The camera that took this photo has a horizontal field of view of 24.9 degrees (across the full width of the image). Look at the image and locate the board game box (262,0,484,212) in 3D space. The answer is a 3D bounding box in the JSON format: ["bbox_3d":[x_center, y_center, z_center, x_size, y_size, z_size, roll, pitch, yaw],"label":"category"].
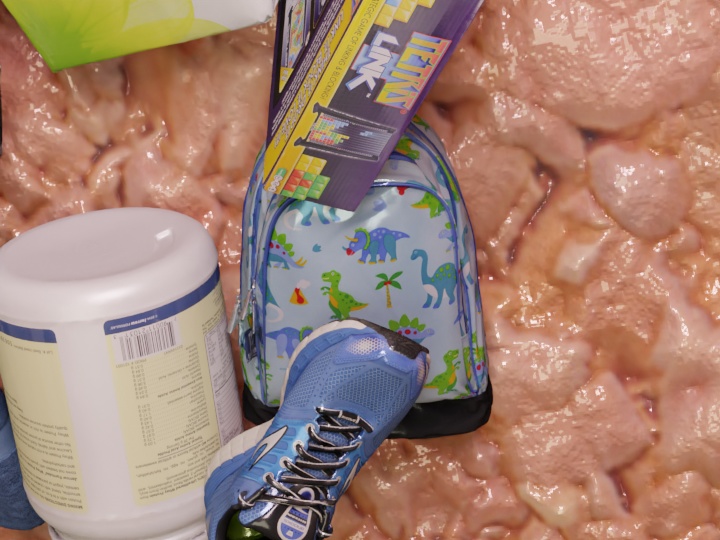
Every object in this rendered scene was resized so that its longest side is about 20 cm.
[{"bbox_3d":[0.010,-0.154,0.825,0.056,0.166,0.200,12,145,-16],"label":"board game box"}]

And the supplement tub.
[{"bbox_3d":[-0.148,0.076,1.018,0.144,0.145,0.201,-1,113,13],"label":"supplement tub"}]

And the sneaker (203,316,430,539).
[{"bbox_3d":[-0.025,0.108,0.911,0.078,0.089,0.200,24,126,-18],"label":"sneaker"}]

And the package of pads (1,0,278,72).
[{"bbox_3d":[-0.141,-0.204,0.866,0.153,0.069,0.200,-8,140,22],"label":"package of pads"}]

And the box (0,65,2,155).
[{"bbox_3d":[-0.307,-0.128,0.967,0.199,0.158,0.050,33,72,-2],"label":"box"}]

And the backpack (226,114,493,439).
[{"bbox_3d":[0.000,0.000,0.963,0.162,0.154,0.202,1,100,3],"label":"backpack"}]

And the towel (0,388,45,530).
[{"bbox_3d":[-0.268,0.096,1.056,0.111,0.049,0.201,12,146,17],"label":"towel"}]
